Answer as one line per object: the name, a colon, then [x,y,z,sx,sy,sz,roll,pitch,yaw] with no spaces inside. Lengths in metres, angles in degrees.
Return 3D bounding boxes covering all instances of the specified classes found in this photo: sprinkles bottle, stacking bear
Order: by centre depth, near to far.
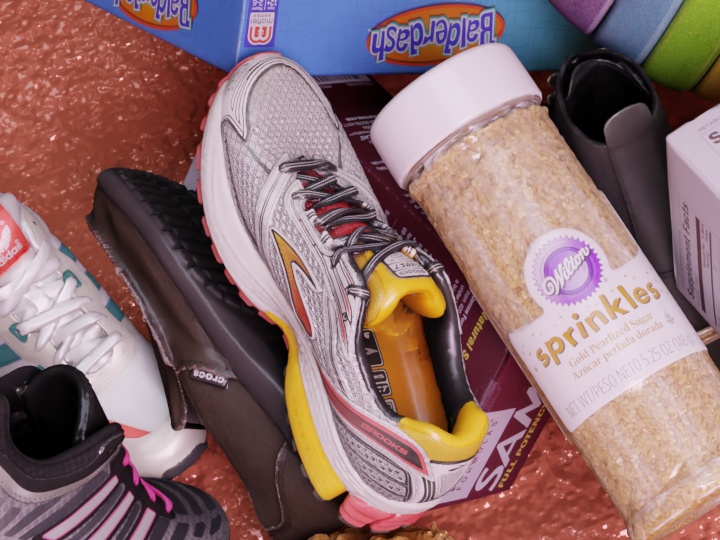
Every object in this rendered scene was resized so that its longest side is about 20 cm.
sprinkles bottle: [0.083,0.008,1.035,0.068,0.068,0.200,-31,78,-10]
stacking bear: [0.167,-0.117,1.106,0.200,0.114,0.122,30,66,-1]

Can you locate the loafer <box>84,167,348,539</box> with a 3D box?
loafer: [-0.066,0.039,1.133,0.071,0.073,0.200,-46,64,20]

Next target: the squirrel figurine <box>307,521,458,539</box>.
squirrel figurine: [0.035,0.165,1.037,0.186,0.142,0.200,-33,60,-19]

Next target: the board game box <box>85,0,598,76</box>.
board game box: [-0.010,-0.129,1.197,0.199,0.045,0.152,-5,21,-34]

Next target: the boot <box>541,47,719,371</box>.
boot: [0.103,-0.059,1.140,0.077,0.139,0.200,-31,36,-7]

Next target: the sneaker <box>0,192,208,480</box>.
sneaker: [-0.151,0.020,1.187,0.070,0.094,0.200,-40,59,-16]

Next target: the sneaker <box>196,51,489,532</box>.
sneaker: [0.000,0.000,1.065,0.078,0.082,0.201,-16,76,-37]

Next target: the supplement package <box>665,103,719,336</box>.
supplement package: [0.217,0.015,0.981,0.114,0.110,0.200,-32,59,-11]

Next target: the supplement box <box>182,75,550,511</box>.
supplement box: [0.007,-0.002,1.159,0.061,0.109,0.200,-8,44,-44]

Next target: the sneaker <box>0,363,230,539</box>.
sneaker: [-0.116,0.085,1.079,0.074,0.200,0.088,31,101,39]
